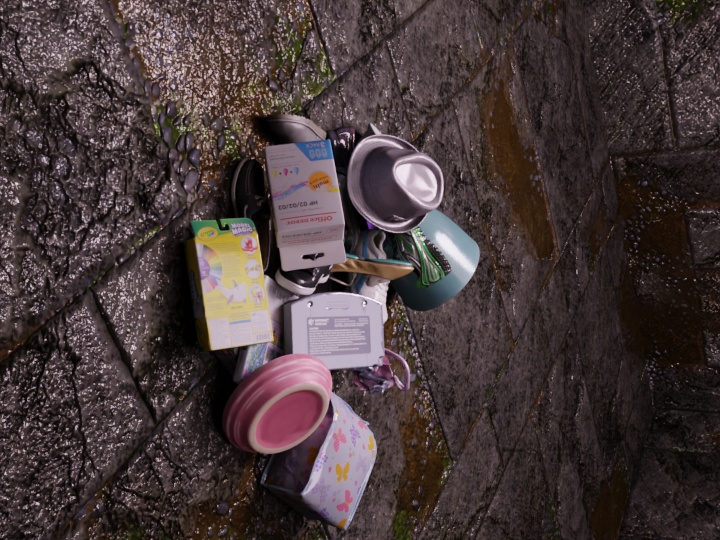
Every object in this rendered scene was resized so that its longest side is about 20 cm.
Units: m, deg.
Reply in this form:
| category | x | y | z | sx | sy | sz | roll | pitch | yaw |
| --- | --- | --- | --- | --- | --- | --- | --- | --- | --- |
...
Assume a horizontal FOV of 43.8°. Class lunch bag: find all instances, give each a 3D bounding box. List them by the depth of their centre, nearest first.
| category | x | y | z | sx | sy | sz | roll | pitch | yaw |
| --- | --- | --- | --- | --- | --- | --- | --- | --- | --- |
| lunch bag | -0.065 | 0.335 | 1.610 | 0.170 | 0.126 | 0.201 | 49 | 58 | -44 |

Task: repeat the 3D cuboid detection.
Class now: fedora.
| category | x | y | z | sx | sy | sz | roll | pitch | yaw |
| --- | --- | --- | --- | --- | --- | --- | --- | --- | --- |
| fedora | 0.079 | -0.162 | 1.641 | 0.199 | 0.090 | 0.179 | 26 | 72 | -35 |

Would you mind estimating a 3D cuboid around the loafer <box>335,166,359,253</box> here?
| category | x | y | z | sx | sy | sz | roll | pitch | yaw |
| --- | --- | --- | --- | --- | --- | --- | --- | --- | --- |
| loafer | -0.045 | -0.098 | 1.678 | 0.063 | 0.071 | 0.201 | -65 | 159 | -43 |

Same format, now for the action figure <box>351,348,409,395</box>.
| category | x | y | z | sx | sy | sz | roll | pitch | yaw |
| --- | --- | --- | --- | --- | --- | --- | --- | --- | --- |
| action figure | 0.007 | 0.130 | 1.702 | 0.201 | 0.147 | 0.135 | -107 | -161 | -54 |

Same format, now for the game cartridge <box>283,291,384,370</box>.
| category | x | y | z | sx | sy | sz | roll | pitch | yaw |
| --- | --- | --- | --- | --- | --- | --- | --- | --- | --- |
| game cartridge | -0.045 | 0.105 | 1.548 | 0.199 | 0.041 | 0.135 | 1 | 81 | -37 |

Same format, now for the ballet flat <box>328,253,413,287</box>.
| category | x | y | z | sx | sy | sz | roll | pitch | yaw |
| --- | --- | --- | --- | --- | --- | --- | --- | --- | --- |
| ballet flat | 0.000 | 0.000 | 1.695 | 0.069 | 0.198 | 0.064 | -119 | -141 | -86 |

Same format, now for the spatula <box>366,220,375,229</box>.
| category | x | y | z | sx | sy | sz | roll | pitch | yaw |
| --- | --- | --- | --- | --- | --- | --- | --- | --- | --- |
| spatula | -0.010 | -0.143 | 1.812 | 0.200 | 0.020 | 0.057 | 46 | 46 | -43 |

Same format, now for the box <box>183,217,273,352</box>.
| category | x | y | z | sx | sy | sz | roll | pitch | yaw |
| --- | --- | --- | --- | --- | --- | --- | --- | --- | --- |
| box | -0.208 | 0.020 | 1.399 | 0.117 | 0.048 | 0.202 | -5 | 85 | -37 |

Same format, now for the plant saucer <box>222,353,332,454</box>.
| category | x | y | z | sx | sy | sz | roll | pitch | yaw |
| --- | --- | --- | --- | --- | --- | --- | --- | --- | --- |
| plant saucer | -0.127 | 0.228 | 1.469 | 0.199 | 0.051 | 0.202 | -23 | 137 | -24 |

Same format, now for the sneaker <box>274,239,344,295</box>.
| category | x | y | z | sx | sy | sz | roll | pitch | yaw |
| --- | --- | --- | --- | --- | --- | --- | --- | --- | --- |
| sneaker | -0.083 | -0.030 | 1.555 | 0.113 | 0.073 | 0.200 | -64 | 174 | 13 |

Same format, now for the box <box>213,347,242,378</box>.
| category | x | y | z | sx | sy | sz | roll | pitch | yaw |
| --- | --- | --- | --- | --- | --- | --- | --- | --- | --- |
| box | -0.167 | 0.141 | 1.524 | 0.201 | 0.040 | 0.138 | 62 | 39 | -37 |

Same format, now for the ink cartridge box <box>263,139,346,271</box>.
| category | x | y | z | sx | sy | sz | roll | pitch | yaw |
| --- | --- | --- | --- | --- | --- | --- | --- | --- | --- |
| ink cartridge box | -0.091 | -0.109 | 1.488 | 0.068 | 0.114 | 0.202 | 101 | -20 | -68 |

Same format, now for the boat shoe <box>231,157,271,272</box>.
| category | x | y | z | sx | sy | sz | roll | pitch | yaw |
| --- | --- | --- | --- | --- | --- | --- | --- | --- | --- |
| boat shoe | -0.177 | -0.090 | 1.494 | 0.074 | 0.060 | 0.202 | 22 | 70 | -54 |

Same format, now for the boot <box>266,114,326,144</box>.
| category | x | y | z | sx | sy | sz | roll | pitch | yaw |
| --- | --- | --- | --- | --- | --- | --- | --- | --- | --- |
| boot | -0.116 | -0.166 | 1.605 | 0.181 | 0.072 | 0.202 | 16 | 81 | -59 |

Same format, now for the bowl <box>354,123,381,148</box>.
| category | x | y | z | sx | sy | sz | roll | pitch | yaw |
| --- | --- | --- | --- | --- | --- | --- | --- | --- | --- |
| bowl | 0.045 | -0.190 | 1.807 | 0.202 | 0.090 | 0.201 | 52 | 10 | -13 |

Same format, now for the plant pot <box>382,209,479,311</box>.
| category | x | y | z | sx | sy | sz | roll | pitch | yaw |
| --- | --- | --- | --- | --- | --- | --- | --- | --- | --- |
| plant pot | 0.124 | -0.044 | 1.878 | 0.161 | 0.199 | 0.202 | 46 | 49 | -28 |

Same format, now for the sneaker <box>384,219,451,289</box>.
| category | x | y | z | sx | sy | sz | roll | pitch | yaw |
| --- | --- | --- | --- | --- | --- | --- | --- | --- | --- |
| sneaker | 0.086 | -0.051 | 1.744 | 0.200 | 0.085 | 0.078 | 49 | -5 | 3 |

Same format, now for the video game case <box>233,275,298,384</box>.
| category | x | y | z | sx | sy | sz | roll | pitch | yaw |
| --- | --- | --- | --- | --- | --- | --- | --- | --- | --- |
| video game case | -0.132 | 0.130 | 1.522 | 0.200 | 0.023 | 0.184 | 40 | 55 | -52 |

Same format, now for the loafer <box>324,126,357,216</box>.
| category | x | y | z | sx | sy | sz | roll | pitch | yaw |
| --- | --- | --- | --- | --- | --- | --- | --- | --- | --- |
| loafer | -0.024 | -0.177 | 1.721 | 0.063 | 0.072 | 0.202 | -20 | 116 | -22 |

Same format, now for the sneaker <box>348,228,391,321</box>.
| category | x | y | z | sx | sy | sz | roll | pitch | yaw |
| --- | --- | --- | --- | --- | --- | --- | --- | --- | --- |
| sneaker | 0.025 | 0.009 | 1.754 | 0.076 | 0.080 | 0.202 | 32 | 40 | -58 |
